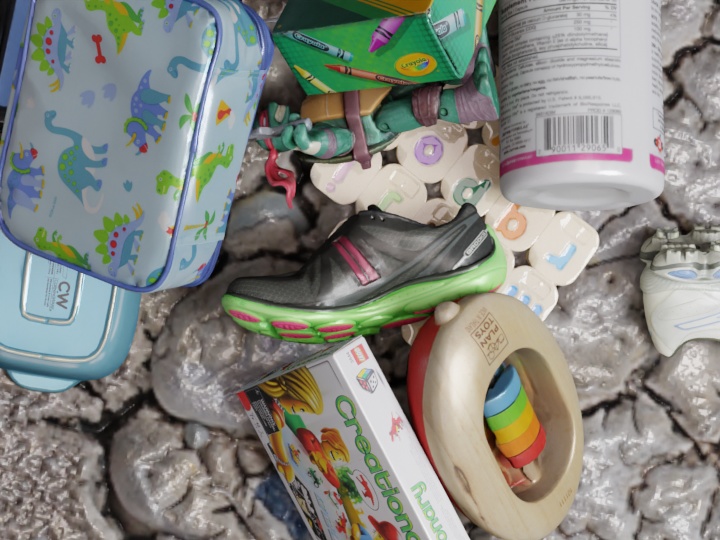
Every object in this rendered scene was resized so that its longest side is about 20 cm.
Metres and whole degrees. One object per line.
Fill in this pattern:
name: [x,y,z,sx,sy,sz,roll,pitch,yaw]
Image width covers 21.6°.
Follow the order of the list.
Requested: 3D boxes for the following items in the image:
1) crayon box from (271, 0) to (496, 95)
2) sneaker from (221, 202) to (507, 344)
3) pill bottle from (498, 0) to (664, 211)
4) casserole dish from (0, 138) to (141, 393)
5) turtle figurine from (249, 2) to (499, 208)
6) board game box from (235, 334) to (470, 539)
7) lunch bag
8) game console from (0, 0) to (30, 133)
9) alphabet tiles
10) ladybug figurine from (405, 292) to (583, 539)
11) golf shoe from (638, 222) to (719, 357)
crayon box: [0.035,-0.207,1.238,0.058,0.118,0.201,58,42,-38]
sneaker: [0.000,0.000,1.310,0.199,0.077,0.084,-11,75,-7]
pill bottle: [0.151,-0.149,1.294,0.113,0.113,0.201,1,81,-4]
casserole dish: [-0.211,-0.013,1.319,0.120,0.039,0.201,9,92,-4]
turtle figurine: [-0.007,-0.120,1.290,0.199,0.101,0.150,-11,49,7]
board game box: [0.003,0.152,1.296,0.035,0.126,0.201,-30,93,-38]
lunch bag: [-0.153,-0.097,1.220,0.160,0.082,0.201,19,103,23]
game console: [-0.181,-0.181,1.270,0.199,0.119,0.173,9,73,-3]
alphabet tiles: [0.068,-0.045,1.348,0.200,0.015,0.196,37,89,-4]
ladybug figurine: [0.087,0.098,1.298,0.136,0.072,0.201,-46,126,-34]
golf shoe: [0.298,0.018,1.347,0.199,0.078,0.098,0,109,2]
